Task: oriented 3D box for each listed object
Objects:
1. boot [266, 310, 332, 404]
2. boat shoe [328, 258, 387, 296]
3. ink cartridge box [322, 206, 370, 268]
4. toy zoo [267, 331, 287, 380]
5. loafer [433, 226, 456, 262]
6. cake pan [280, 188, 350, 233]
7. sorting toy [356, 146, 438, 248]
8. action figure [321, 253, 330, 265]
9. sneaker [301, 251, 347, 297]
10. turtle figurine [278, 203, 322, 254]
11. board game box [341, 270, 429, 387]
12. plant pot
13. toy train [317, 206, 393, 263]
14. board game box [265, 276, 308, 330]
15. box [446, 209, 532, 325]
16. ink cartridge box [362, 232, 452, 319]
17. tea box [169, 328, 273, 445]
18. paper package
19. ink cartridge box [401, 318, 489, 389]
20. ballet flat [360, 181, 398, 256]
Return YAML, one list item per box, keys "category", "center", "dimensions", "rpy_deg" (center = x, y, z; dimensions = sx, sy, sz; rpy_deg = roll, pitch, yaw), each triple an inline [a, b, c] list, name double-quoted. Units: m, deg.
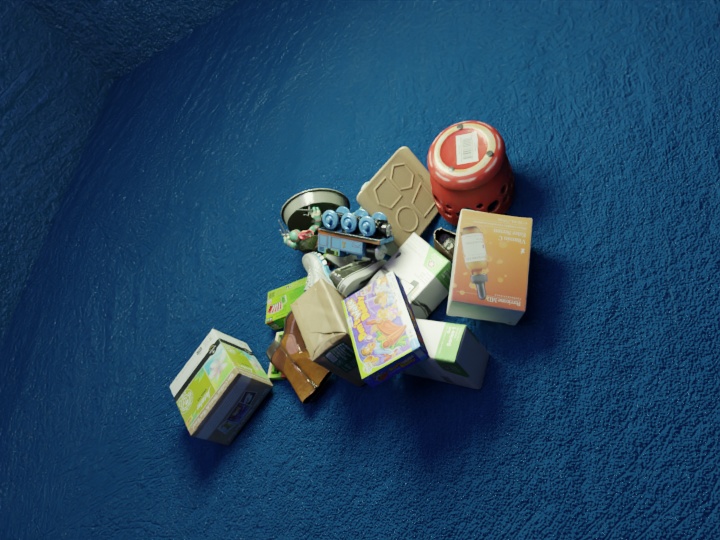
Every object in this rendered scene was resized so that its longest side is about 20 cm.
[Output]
- category: "boot"
  center: [-0.136, 0.196, 1.340]
  dimensions: [0.189, 0.068, 0.199]
  rpy_deg: [-51, 46, -4]
- category: "boat shoe"
  center: [0.000, 0.000, 1.319]
  dimensions: [0.064, 0.199, 0.071]
  rpy_deg: [44, 122, 18]
- category: "ink cartridge box"
  center: [-0.001, -0.086, 1.423]
  dimensions: [0.202, 0.103, 0.059]
  rpy_deg: [-56, 11, -7]
- category: "toy zoo"
  center: [-0.150, 0.213, 1.401]
  dimensions: [0.197, 0.020, 0.134]
  rpy_deg: [-11, 56, 31]
- category: "loafer"
  center: [0.237, -0.042, 1.248]
  dimensions: [0.198, 0.071, 0.074]
  rpy_deg: [26, 78, 42]
- category: "cake pan"
  center: [-0.122, -0.151, 1.501]
  dimensions: [0.198, 0.200, 0.037]
  rpy_deg: [-25, 59, 21]
- category: "sorting toy"
  center: [0.106, -0.179, 1.351]
  dimensions: [0.201, 0.185, 0.036]
  rpy_deg: [-48, 12, -21]
- category: "action figure"
  center: [-0.040, -0.068, 1.476]
  dimensions: [0.200, 0.065, 0.052]
  rpy_deg: [-43, 29, 2]
- category: "sneaker"
  center: [-0.114, 0.025, 1.376]
  dimensions: [0.085, 0.076, 0.200]
  rpy_deg: [-18, 43, -25]
- category: "turtle figurine"
  center: [-0.144, -0.091, 1.464]
  dimensions: [0.148, 0.199, 0.102]
  rpy_deg: [-27, 64, 25]
- category: "board game box"
  center: [0.046, 0.115, 1.101]
  dimensions: [0.133, 0.045, 0.202]
  rpy_deg: [-31, 46, 14]
- category: "plant pot"
  center: [0.251, -0.228, 1.261]
  dimensions: [0.196, 0.183, 0.204]
  rpy_deg: [-10, 61, 19]
- category: "toy train"
  center: [-0.014, -0.085, 1.294]
  dimensions: [0.197, 0.086, 0.117]
  rpy_deg: [12, 111, 30]
- category: "board game box"
  center: [-0.167, 0.082, 1.481]
  dimensions: [0.197, 0.048, 0.103]
  rpy_deg: [-21, 51, 24]
- category: "box"
  center: [0.267, -0.006, 1.125]
  dimensions: [0.149, 0.107, 0.204]
  rpy_deg: [7, 70, 7]
- category: "ink cartridge box"
  center: [0.114, 0.037, 1.268]
  dimensions: [0.200, 0.084, 0.146]
  rpy_deg: [-47, 45, 0]
- category: "tea box"
  center: [-0.365, 0.303, 1.412]
  dimensions: [0.201, 0.133, 0.196]
  rpy_deg: [-53, 46, 3]
- category: "paper package"
  center: [-0.045, 0.145, 1.245]
  dimensions: [0.103, 0.200, 0.192]
  rpy_deg: [-39, 47, 9]
- category: "ink cartridge box"
  center: [0.146, 0.167, 1.126]
  dimensions: [0.197, 0.146, 0.086]
  rpy_deg: [5, 63, 37]
- category: "ballet flat"
  center: [0.049, -0.126, 1.367]
  dimensions: [0.068, 0.203, 0.069]
  rpy_deg: [-22, 6, 3]
